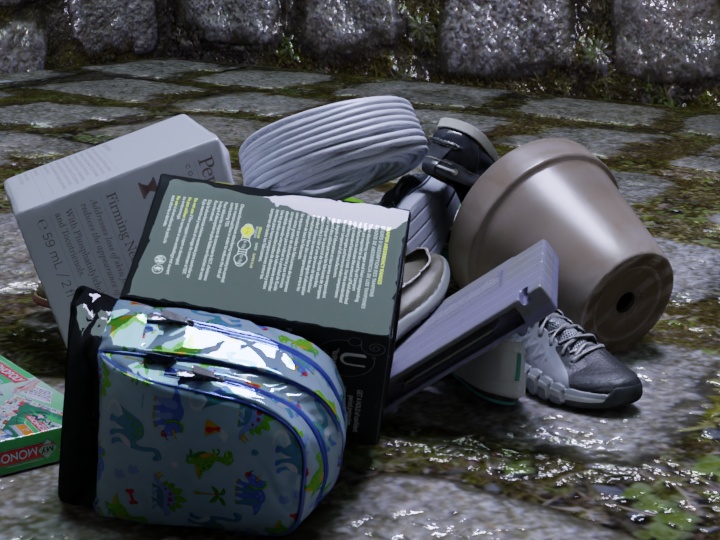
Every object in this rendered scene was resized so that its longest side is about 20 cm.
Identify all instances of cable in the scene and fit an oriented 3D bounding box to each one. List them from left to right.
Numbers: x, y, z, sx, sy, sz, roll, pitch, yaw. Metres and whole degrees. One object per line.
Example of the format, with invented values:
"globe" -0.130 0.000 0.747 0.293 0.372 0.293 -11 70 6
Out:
"cable" -0.029 -0.118 1.372 0.199 0.070 0.200 -22 -9 22

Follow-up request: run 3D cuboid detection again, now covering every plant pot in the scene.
"plant pot" 0.216 -0.009 1.338 0.199 0.201 0.174 -7 33 -30

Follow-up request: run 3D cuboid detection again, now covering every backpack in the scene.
"backpack" -0.107 0.107 0.920 0.199 0.164 0.154 5 23 -13

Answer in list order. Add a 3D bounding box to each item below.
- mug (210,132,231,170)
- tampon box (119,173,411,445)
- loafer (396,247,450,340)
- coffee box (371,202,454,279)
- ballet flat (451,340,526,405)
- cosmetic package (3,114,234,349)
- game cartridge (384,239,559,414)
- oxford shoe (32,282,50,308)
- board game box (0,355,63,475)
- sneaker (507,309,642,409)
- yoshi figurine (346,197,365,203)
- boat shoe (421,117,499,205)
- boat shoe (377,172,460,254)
"mug" -0.220 -0.086 1.604 0.148 0.154 0.187 3 15 4
"tampon box" -0.069 0.031 1.022 0.198 0.150 0.127 9 51 2
"loafer" 0.011 0.032 1.165 0.075 0.070 0.200 -25 15 45
"coffee box" 0.073 -0.035 1.461 0.199 0.044 0.123 -12 36 -37
"ballet flat" 0.089 0.066 1.223 0.069 0.070 0.200 -8 17 -31
"cosmetic package" -0.219 -0.033 1.279 0.199 0.168 0.166 -23 20 -12
"game cartridge" 0.081 0.053 1.124 0.199 0.038 0.130 -33 7 19
"oxford shoe" -0.249 0.006 1.405 0.199 0.075 0.070 -3 15 -18
"board game box" -0.316 0.117 1.072 0.134 0.029 0.199 -9 18 -37
"sneaker" 0.172 0.049 1.200 0.075 0.116 0.199 -11 19 -39
"yoshi figurine" -0.058 -0.060 1.627 0.199 0.113 0.112 -3 32 -47
"boat shoe" 0.131 -0.081 1.395 0.072 0.068 0.200 8 -23 43
"boat shoe" 0.052 -0.054 1.385 0.070 0.073 0.200 -5 18 21
